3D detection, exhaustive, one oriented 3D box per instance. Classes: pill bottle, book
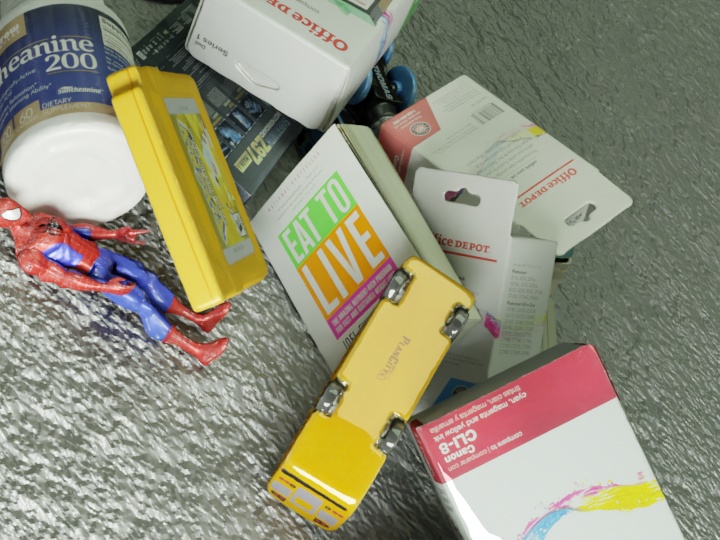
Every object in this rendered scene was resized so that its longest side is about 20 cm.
[{"bbox_3d":[-0.225,-0.139,1.316,0.111,0.111,0.201,20,38,-36],"label":"pill bottle"},{"bbox_3d":[0.000,0.000,1.408,0.048,0.134,0.200,1,51,-51],"label":"book"}]

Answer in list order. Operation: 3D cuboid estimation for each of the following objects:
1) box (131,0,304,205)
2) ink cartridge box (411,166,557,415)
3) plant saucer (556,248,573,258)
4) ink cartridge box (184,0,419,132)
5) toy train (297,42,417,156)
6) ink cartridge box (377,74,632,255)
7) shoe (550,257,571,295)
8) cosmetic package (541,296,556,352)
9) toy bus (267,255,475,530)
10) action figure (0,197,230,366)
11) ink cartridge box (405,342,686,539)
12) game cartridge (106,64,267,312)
[{"bbox_3d":[-0.135,-0.139,1.489,0.158,0.051,0.200,41,30,-7],"label":"box"},{"bbox_3d":[0.089,0.023,1.402,0.115,0.201,0.068,12,5,43],"label":"ink cartridge box"},{"bbox_3d":[0.117,-0.074,1.612,0.199,0.027,0.200,27,15,-8],"label":"plant saucer"},{"bbox_3d":[-0.040,-0.237,1.511,0.144,0.084,0.200,31,48,3],"label":"ink cartridge box"},{"bbox_3d":[-0.025,-0.191,1.623,0.086,0.114,0.201,8,47,-43],"label":"toy train"},{"bbox_3d":[0.121,-0.072,1.488,0.200,0.068,0.116,39,51,24],"label":"ink cartridge box"},{"bbox_3d":[0.107,-0.035,1.593,0.199,0.053,0.070,27,42,-21],"label":"shoe"},{"bbox_3d":[0.077,0.026,1.530,0.200,0.073,0.104,34,32,-20],"label":"cosmetic package"},{"bbox_3d":[0.010,0.088,1.277,0.065,0.078,0.200,32,61,0],"label":"toy bus"},{"bbox_3d":[-0.184,0.000,1.268,0.199,0.052,0.066,28,39,-24],"label":"action figure"},{"bbox_3d":[0.140,0.172,1.270,0.201,0.144,0.145,64,-4,1],"label":"ink cartridge box"},{"bbox_3d":[-0.124,-0.064,1.277,0.200,0.032,0.177,-49,118,-84],"label":"game cartridge"}]
